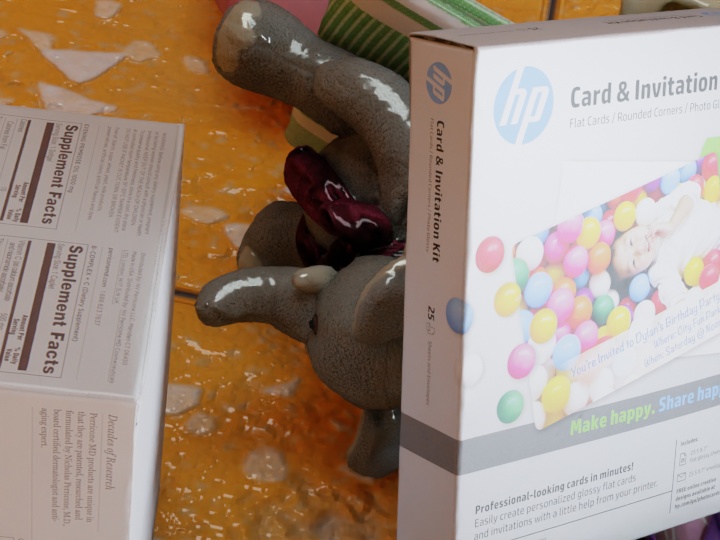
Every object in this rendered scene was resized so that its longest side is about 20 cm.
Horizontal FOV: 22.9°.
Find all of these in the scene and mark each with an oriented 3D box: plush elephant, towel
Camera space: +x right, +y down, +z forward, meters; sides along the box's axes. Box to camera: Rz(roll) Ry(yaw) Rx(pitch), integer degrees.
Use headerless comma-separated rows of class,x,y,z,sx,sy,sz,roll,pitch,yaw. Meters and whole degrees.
plush elephant,0.000,0.000,0.806,0.200,0.165,0.155,18,43,14
towel,0.043,-0.072,0.865,0.153,0.200,0.023,30,68,2

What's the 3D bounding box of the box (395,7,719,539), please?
box,0.086,0.007,0.666,0.156,0.200,0.041,-10,18,-36

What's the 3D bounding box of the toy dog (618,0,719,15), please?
toy dog,0.233,-0.075,0.988,0.200,0.140,0.194,18,4,12

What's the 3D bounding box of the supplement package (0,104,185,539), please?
supplement package,-0.132,0.061,0.680,0.111,0.200,0.156,7,40,-4

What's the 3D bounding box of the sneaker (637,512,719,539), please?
sneaker,0.127,0.097,0.790,0.088,0.081,0.200,-6,43,-7

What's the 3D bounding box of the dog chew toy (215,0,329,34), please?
dog chew toy,-0.034,-0.177,1.049,0.125,0.125,0.200,-9,35,-21
